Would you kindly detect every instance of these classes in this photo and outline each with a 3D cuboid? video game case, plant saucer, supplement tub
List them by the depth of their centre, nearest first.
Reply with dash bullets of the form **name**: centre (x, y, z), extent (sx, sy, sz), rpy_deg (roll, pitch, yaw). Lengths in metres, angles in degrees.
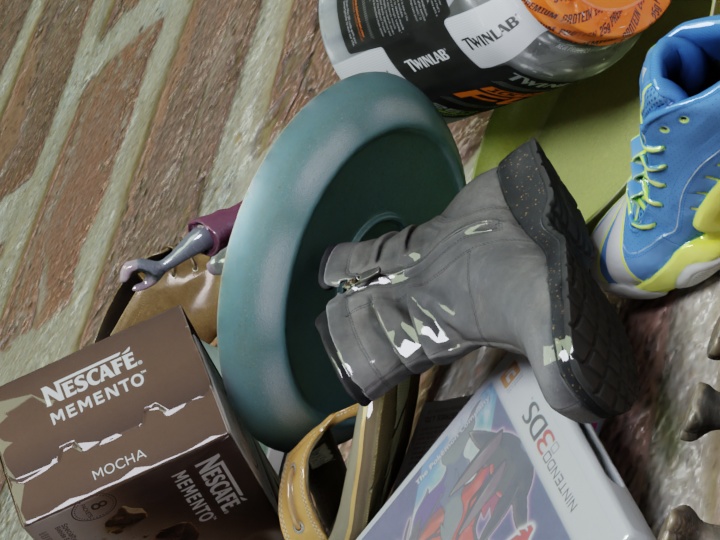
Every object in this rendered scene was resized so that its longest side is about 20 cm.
- **video game case**: centre (0.040, 0.147, 1.124), extent (0.200, 0.023, 0.182), rpy_deg (-52, 24, 14)
- **plant saucer**: centre (0.000, 0.000, 1.276), extent (0.027, 0.200, 0.201), rpy_deg (17, 75, 34)
- **supplement tub**: centre (0.072, -0.149, 1.306), extent (0.200, 0.122, 0.123), rpy_deg (-13, 51, 62)
- **plant saucer**: centre (0.129, -0.086, 1.309), extent (0.200, 0.031, 0.201), rpy_deg (-47, 25, 30)

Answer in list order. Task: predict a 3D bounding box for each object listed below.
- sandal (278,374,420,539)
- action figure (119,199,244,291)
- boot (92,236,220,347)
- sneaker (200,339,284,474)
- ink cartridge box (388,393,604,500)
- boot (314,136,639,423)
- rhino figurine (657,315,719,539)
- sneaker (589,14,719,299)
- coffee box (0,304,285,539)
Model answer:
- **sandal**: centre (-0.017, 0.118, 1.255), extent (0.080, 0.054, 0.201), rpy_deg (-59, -12, -60)
- **action figure**: centre (-0.041, -0.012, 1.441), extent (0.149, 0.134, 0.200), rpy_deg (-57, 25, 4)
- **boot**: centre (-0.100, 0.000, 1.629), extent (0.201, 0.075, 0.074), rpy_deg (-56, 21, 7)
- **sneaker**: centre (-0.108, 0.124, 1.437), extent (0.074, 0.118, 0.201), rpy_deg (-37, 33, 39)
- **ink cartridge box**: centre (0.042, 0.151, 1.192), extent (0.119, 0.042, 0.201), rpy_deg (-17, 45, 58)
- **boot**: centre (0.048, 0.030, 1.145), extent (0.131, 0.070, 0.200), rpy_deg (-29, 26, 11)
- **rhino figurine**: centre (0.152, 0.118, 0.951), extent (0.060, 0.087, 0.201), rpy_deg (98, -171, -66)
- **sneaker**: centre (0.149, -0.062, 1.140), extent (0.200, 0.105, 0.076), rpy_deg (-37, 31, 42)
- **coffee box**: centre (-0.104, 0.115, 1.289), extent (0.112, 0.200, 0.080), rpy_deg (-23, 59, -1)
